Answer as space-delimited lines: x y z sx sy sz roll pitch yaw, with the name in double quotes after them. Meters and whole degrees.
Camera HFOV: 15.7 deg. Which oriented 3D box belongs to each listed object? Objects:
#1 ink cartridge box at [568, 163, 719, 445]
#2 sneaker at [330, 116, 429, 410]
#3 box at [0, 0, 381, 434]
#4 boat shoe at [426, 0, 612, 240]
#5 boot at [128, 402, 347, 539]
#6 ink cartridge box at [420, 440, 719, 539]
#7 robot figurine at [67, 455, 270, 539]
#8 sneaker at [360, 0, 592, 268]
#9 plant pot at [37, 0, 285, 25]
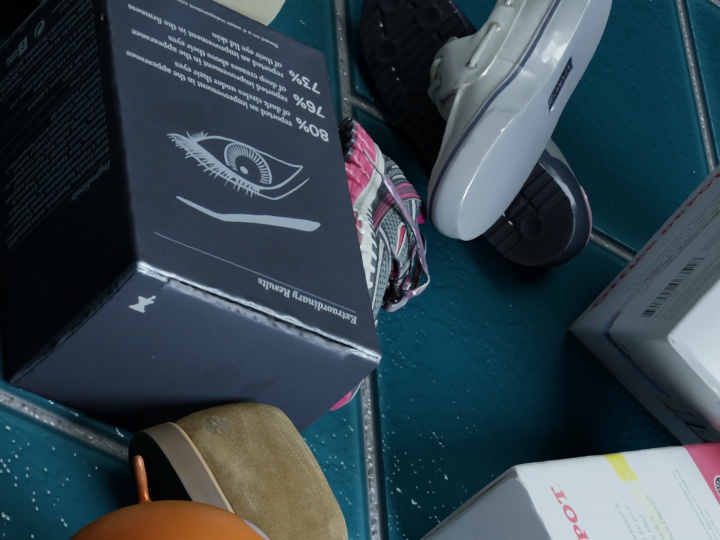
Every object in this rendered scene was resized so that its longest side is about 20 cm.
0.235 0.032 1.447 0.145 0.147 0.200 45 -6 -8 "ink cartridge box"
0.000 0.000 1.343 0.075 0.081 0.201 40 33 -21 "sneaker"
-0.088 -0.029 1.245 0.147 0.104 0.201 23 42 -35 "box"
0.072 -0.101 1.455 0.069 0.071 0.201 19 58 19 "boat shoe"
-0.025 0.145 1.161 0.075 0.074 0.201 -19 70 -30 "boot"
0.140 0.173 1.333 0.199 0.083 0.146 0 56 -50 "ink cartridge box"
-0.074 0.177 1.047 0.143 0.117 0.201 22 42 -36 "robot figurine"
0.068 -0.086 1.536 0.201 0.070 0.082 61 17 13 "sneaker"
-0.102 -0.185 1.337 0.201 0.199 0.135 -61 142 -55 "plant pot"
